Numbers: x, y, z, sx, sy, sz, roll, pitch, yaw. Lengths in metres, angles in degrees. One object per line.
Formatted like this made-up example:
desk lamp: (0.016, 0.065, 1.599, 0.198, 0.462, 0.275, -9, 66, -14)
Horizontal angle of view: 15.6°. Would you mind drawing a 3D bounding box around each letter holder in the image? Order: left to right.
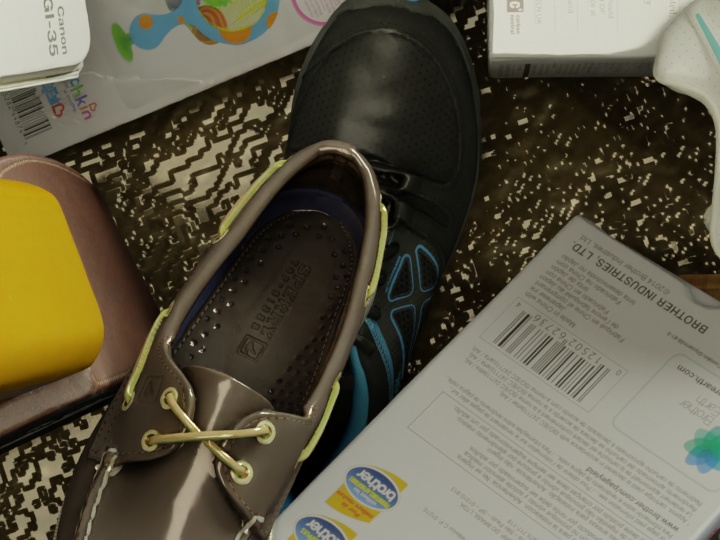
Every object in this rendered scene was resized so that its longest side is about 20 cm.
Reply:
letter holder: (-0.148, -0.005, 0.919, 0.100, 0.200, 0.143, -25, 89, 4)

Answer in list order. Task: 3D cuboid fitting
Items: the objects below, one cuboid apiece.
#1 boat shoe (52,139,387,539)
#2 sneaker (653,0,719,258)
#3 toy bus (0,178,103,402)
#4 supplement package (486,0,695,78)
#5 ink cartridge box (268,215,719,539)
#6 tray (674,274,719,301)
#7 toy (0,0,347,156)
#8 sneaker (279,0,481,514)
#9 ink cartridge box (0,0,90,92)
boat shoe: (-0.045, 0.045, 0.842, 0.072, 0.060, 0.200, 25, 59, 6)
sneaker: (0.161, -0.007, 0.865, 0.080, 0.070, 0.201, -23, 89, 9)
toy bus: (-0.129, 0.013, 0.717, 0.078, 0.200, 0.065, -19, 89, 4)
supplement package: (0.144, -0.127, 0.940, 0.199, 0.114, 0.110, 0, 91, 2)
ink cartridge box: (0.052, 0.083, 0.854, 0.200, 0.042, 0.119, -43, 54, -19)
tray: (0.095, 0.091, 0.882, 0.098, 0.037, 0.201, -1, 53, 18)
toy: (-0.063, -0.129, 0.982, 0.199, 0.047, 0.116, -22, 97, 13)
sneaker: (0.000, 0.000, 0.948, 0.073, 0.082, 0.201, 10, 106, 1)
ink cartridge box: (-0.208, -0.130, 0.939, 0.199, 0.083, 0.147, -3, 98, 28)
